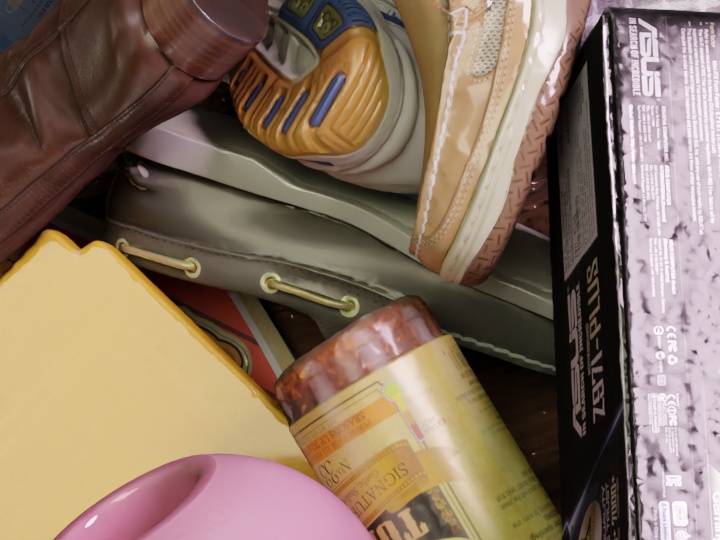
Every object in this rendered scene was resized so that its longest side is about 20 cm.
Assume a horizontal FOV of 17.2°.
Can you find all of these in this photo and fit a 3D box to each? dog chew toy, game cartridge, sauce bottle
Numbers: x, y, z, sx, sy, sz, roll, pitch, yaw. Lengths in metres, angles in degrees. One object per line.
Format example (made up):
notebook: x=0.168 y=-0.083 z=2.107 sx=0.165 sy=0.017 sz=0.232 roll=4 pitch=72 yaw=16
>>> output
dog chew toy: x=-0.024 y=0.159 z=0.761 sx=0.124 sy=0.125 sz=0.200 roll=-29 pitch=105 yaw=7
game cartridge: x=-0.107 y=0.110 z=0.840 sx=0.176 sy=0.032 sz=0.200 roll=44 pitch=90 yaw=7
sauce bottle: x=0.046 y=0.106 z=0.782 sx=0.066 sy=0.066 sz=0.200 roll=-33 pitch=82 yaw=5

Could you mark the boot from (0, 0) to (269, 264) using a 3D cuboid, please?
boot: x=-0.116 y=-0.084 z=0.871 sx=0.200 sy=0.064 sz=0.187 roll=-39 pitch=30 yaw=30

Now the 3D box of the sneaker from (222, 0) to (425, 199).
sneaker: x=-0.016 y=-0.082 z=0.882 sx=0.075 sy=0.088 sz=0.200 roll=-51 pitch=36 yaw=17

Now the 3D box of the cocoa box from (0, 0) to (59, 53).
cocoa box: x=-0.137 y=-0.202 z=0.928 sx=0.131 sy=0.133 sz=0.200 roll=35 pitch=85 yaw=25

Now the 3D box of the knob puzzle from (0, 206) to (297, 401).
knob puzzle: x=-0.099 y=0.078 z=0.879 sx=0.219 sy=0.030 sz=0.220 roll=-6 pitch=70 yaw=16

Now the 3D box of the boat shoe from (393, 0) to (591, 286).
boat shoe: x=0.036 y=-0.096 z=0.781 sx=0.076 sy=0.072 sz=0.201 roll=16 pitch=76 yaw=-5

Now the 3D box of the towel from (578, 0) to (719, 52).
towel: x=0.141 y=-0.149 z=0.846 sx=0.199 sy=0.086 sz=0.166 roll=-10 pitch=70 yaw=15

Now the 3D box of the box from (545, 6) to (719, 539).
box: x=0.149 y=0.027 z=0.752 sx=0.163 sy=0.086 sz=0.201 roll=1 pitch=71 yaw=-8

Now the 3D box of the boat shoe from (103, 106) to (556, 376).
boat shoe: x=0.001 y=-0.001 z=0.854 sx=0.201 sy=0.072 sz=0.060 roll=22 pitch=106 yaw=14
